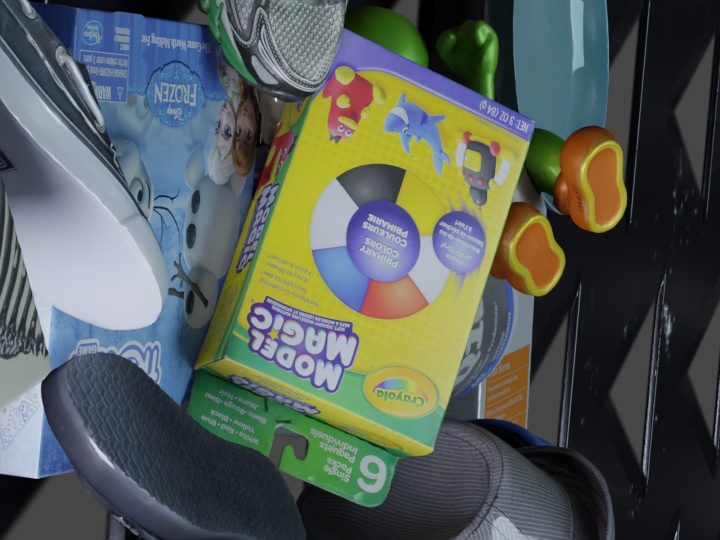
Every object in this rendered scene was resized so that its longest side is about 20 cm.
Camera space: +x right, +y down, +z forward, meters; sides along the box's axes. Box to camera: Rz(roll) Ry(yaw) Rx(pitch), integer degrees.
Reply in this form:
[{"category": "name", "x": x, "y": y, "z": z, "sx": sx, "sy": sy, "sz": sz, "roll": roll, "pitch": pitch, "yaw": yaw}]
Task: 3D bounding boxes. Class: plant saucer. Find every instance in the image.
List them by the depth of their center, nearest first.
[{"category": "plant saucer", "x": 0.109, "y": -0.134, "z": 1.589, "sx": 0.200, "sy": 0.027, "sz": 0.202, "roll": 0, "pitch": 90, "yaw": -70}]

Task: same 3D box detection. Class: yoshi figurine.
[{"category": "yoshi figurine", "x": 0.039, "y": -0.075, "z": 1.391, "sx": 0.112, "sy": 0.200, "sz": 0.113, "roll": 1, "pitch": 112, "yaw": -43}]

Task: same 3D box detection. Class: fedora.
[{"category": "fedora", "x": 0.030, "y": 0.135, "z": 1.344, "sx": 0.177, "sy": 0.200, "sz": 0.090, "roll": -51, "pitch": 119, "yaw": -20}]

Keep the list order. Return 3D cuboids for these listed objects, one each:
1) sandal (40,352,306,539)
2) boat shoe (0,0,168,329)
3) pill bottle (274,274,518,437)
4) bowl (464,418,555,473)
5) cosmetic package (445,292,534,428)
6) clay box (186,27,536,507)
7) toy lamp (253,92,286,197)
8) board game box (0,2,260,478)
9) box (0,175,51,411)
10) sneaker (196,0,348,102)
[{"category": "sandal", "x": -0.083, "y": 0.096, "z": 1.164, "sx": 0.200, "sy": 0.043, "sz": 0.076, "roll": 41, "pitch": 26, "yaw": -56}, {"category": "boat shoe", "x": -0.132, "y": -0.061, "z": 1.067, "sx": 0.200, "sy": 0.071, "sz": 0.068, "roll": 53, "pitch": 42, "yaw": -33}, {"category": "pill bottle", "x": 0.001, "y": 0.026, "z": 1.410, "sx": 0.200, "sy": 0.113, "sz": 0.115, "roll": -15, "pitch": 110, "yaw": -68}, {"category": "bowl", "x": 0.035, "y": 0.164, "z": 1.442, "sx": 0.039, "sy": 0.200, "sz": 0.201, "roll": 46, "pitch": 47, "yaw": -28}, {"category": "cosmetic package", "x": 0.059, "y": 0.010, "z": 1.616, "sx": 0.101, "sy": 0.071, "sz": 0.202, "roll": -19, "pitch": 112, "yaw": -67}, {"category": "clay box", "x": 0.000, "y": 0.000, "z": 1.267, "sx": 0.048, "sy": 0.114, "sz": 0.201, "roll": -24, "pitch": -135, "yaw": 64}, {"category": "toy lamp", "x": -0.048, "y": -0.129, "z": 1.323, "sx": 0.058, "sy": 0.058, "sz": 0.201, "roll": -55, "pitch": 147, "yaw": -52}, {"category": "board game box", "x": -0.107, "y": -0.015, "z": 1.213, "sx": 0.200, "sy": 0.043, "sz": 0.201, "roll": -5, "pitch": 102, "yaw": -68}, {"category": "box", "x": -0.176, "y": -0.041, "z": 0.936, "sx": 0.082, "sy": 0.068, "sz": 0.201, "roll": -41, "pitch": 122, "yaw": -59}, {"category": "sneaker", "x": -0.021, "y": -0.177, "z": 1.226, "sx": 0.078, "sy": 0.085, "sz": 0.202, "roll": 7, "pitch": 90, "yaw": -45}]
